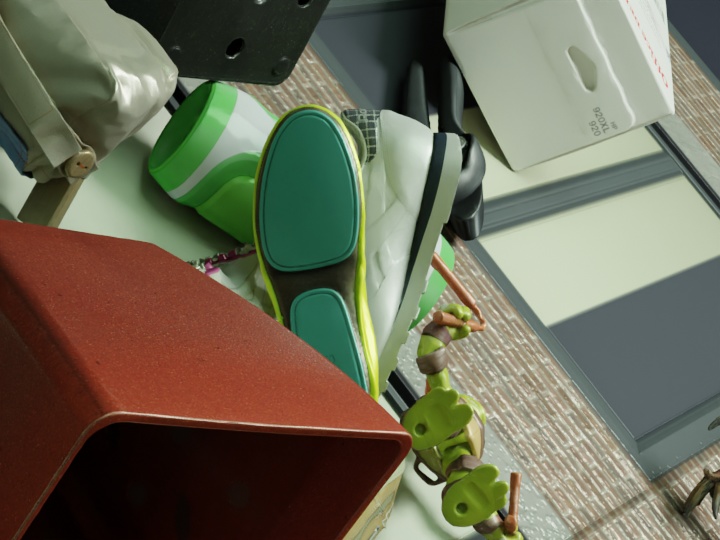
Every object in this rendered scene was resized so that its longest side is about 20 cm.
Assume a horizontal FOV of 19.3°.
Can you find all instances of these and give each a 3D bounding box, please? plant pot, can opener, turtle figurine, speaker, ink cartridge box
[{"bbox_3d":[-0.114,-0.223,1.352,0.177,0.200,0.200,43,24,28],"label":"plant pot"},{"bbox_3d":[0.057,-0.106,1.626,0.063,0.079,0.200,-4,40,-5],"label":"can opener"},{"bbox_3d":[0.055,0.092,1.298,0.161,0.064,0.200,-44,121,-83],"label":"turtle figurine"},{"bbox_3d":[-0.135,0.084,1.001,0.200,0.200,0.176,9,35,-48],"label":"plant pot"},{"bbox_3d":[-0.037,-0.039,1.377,0.200,0.088,0.089,35,31,-20],"label":"speaker"},{"bbox_3d":[0.164,-0.210,1.752,0.147,0.144,0.200,59,21,-29],"label":"ink cartridge box"}]

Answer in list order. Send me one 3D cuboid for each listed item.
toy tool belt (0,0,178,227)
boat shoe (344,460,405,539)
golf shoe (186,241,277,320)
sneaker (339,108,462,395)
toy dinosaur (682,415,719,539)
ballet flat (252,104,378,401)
[{"bbox_3d":[-0.210,-0.127,1.245,0.200,0.123,0.125,49,22,20],"label":"toy tool belt"},{"bbox_3d":[-0.021,0.148,1.197,0.200,0.072,0.076,-27,109,-68],"label":"boat shoe"},{"bbox_3d":[-0.081,0.034,1.262,0.200,0.075,0.092,-27,99,-63],"label":"golf shoe"},{"bbox_3d":[0.000,0.000,1.315,0.080,0.200,0.076,16,-5,-9],"label":"sneaker"},{"bbox_3d":[0.282,0.201,1.501,0.135,0.086,0.200,31,47,-6],"label":"toy dinosaur"},{"bbox_3d":[-0.025,0.003,1.253,0.067,0.067,0.200,-36,119,-88],"label":"ballet flat"}]
